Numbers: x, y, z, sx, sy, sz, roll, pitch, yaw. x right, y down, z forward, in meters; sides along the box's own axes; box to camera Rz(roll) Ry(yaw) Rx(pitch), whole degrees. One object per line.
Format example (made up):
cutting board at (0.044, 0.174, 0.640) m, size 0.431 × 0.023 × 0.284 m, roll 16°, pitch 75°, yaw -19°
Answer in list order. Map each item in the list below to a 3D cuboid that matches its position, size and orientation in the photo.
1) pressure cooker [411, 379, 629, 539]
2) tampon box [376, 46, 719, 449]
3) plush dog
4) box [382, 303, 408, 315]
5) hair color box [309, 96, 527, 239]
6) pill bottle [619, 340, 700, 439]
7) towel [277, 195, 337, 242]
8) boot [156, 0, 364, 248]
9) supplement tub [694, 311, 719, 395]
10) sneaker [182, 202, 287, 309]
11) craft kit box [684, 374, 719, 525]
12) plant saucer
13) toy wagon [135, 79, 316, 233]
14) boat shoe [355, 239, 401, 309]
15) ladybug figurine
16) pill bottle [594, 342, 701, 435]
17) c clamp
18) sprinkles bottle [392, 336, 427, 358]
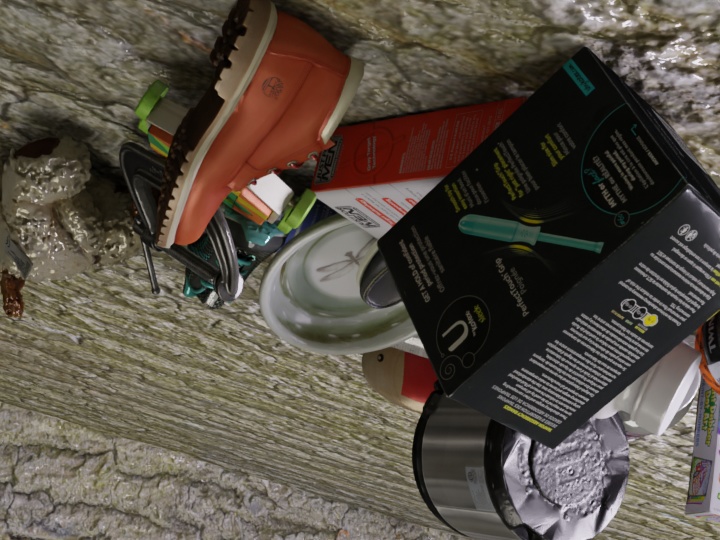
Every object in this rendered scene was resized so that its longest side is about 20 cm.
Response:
pressure cooker at (0.148, 0.184, 1.226) m, size 0.177 × 0.178 × 0.199 m, roll 25°, pitch 162°, yaw -24°
tampon box at (0.138, -0.011, 0.813) m, size 0.200 × 0.151 × 0.126 m, roll -43°, pitch 134°, yaw 20°
plush dog at (-0.277, -0.044, 1.196) m, size 0.170 × 0.163 × 0.199 m, roll -8°, pitch 179°, yaw -37°
box at (0.064, 0.035, 1.244) m, size 0.197 × 0.050 × 0.082 m, roll 9°, pitch 162°, yaw 6°
hair color box at (0.067, -0.075, 0.956) m, size 0.198 × 0.062 × 0.101 m, roll -4°, pitch 155°, yaw 40°
pill bottle at (0.288, 0.119, 1.279) m, size 0.111 × 0.114 × 0.200 m, roll 12°, pitch 169°, yaw 1°
towel at (-0.034, -0.041, 1.207) m, size 0.197 × 0.024 × 0.145 m, roll 13°, pitch 160°, yaw -5°
boot at (-0.076, -0.085, 0.861) m, size 0.106 × 0.075 × 0.201 m, roll 20°, pitch 121°, yaw -24°
supplement tub at (0.368, 0.049, 1.023) m, size 0.121 × 0.124 × 0.200 m, roll 15°, pitch 161°, yaw -8°
sneaker at (-0.120, -0.008, 1.126) m, size 0.077 × 0.093 × 0.200 m, roll 17°, pitch 172°, yaw -17°
craft kit box at (0.428, 0.171, 1.228) m, size 0.197 × 0.200 × 0.048 m, roll 17°, pitch 163°, yaw -17°
plant saucer at (0.000, 0.000, 1.140) m, size 0.197 × 0.051 × 0.202 m, roll -8°, pitch 140°, yaw -7°
toy wagon at (-0.114, -0.085, 1.001) m, size 0.154 × 0.040 × 0.200 m, roll 36°, pitch 173°, yaw -6°
boat shoe at (0.068, -0.011, 1.046) m, size 0.071 × 0.068 × 0.199 m, roll 22°, pitch 141°, yaw -37°
ladybug figurine at (0.101, 0.101, 1.384) m, size 0.197 × 0.137 × 0.073 m, roll 5°, pitch 133°, yaw -7°
pill bottle at (0.201, 0.064, 1.102) m, size 0.198 × 0.112 × 0.111 m, roll 29°, pitch 169°, yaw 21°
c clamp at (-0.156, -0.031, 1.071) m, size 0.199 × 0.027 × 0.173 m, roll 24°, pitch 136°, yaw 51°
sprinkles bottle at (0.061, 0.058, 1.318) m, size 0.197 × 0.069 × 0.068 m, roll 17°, pitch 163°, yaw 7°
